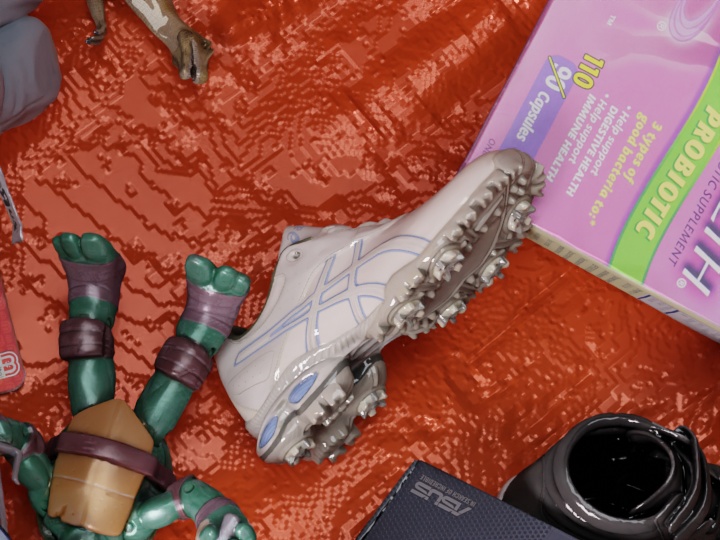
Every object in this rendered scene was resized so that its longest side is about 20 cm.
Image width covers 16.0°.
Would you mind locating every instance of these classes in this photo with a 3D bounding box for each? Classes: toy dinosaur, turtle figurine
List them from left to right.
[{"bbox_3d":[-0.122,0.088,1.213,0.149,0.101,0.201,17,69,-11],"label":"turtle figurine"},{"bbox_3d":[-0.124,-0.188,1.344,0.100,0.058,0.201,-2,78,-24],"label":"toy dinosaur"}]

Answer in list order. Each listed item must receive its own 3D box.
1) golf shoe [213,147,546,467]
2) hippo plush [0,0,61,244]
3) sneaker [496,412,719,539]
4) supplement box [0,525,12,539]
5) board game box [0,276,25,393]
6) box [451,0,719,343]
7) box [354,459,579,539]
[{"bbox_3d":[0.000,0.000,1.237,0.200,0.078,0.097,-47,66,16],"label":"golf shoe"},{"bbox_3d":[-0.247,-0.101,1.259,0.160,0.159,0.202,-8,83,14],"label":"hippo plush"},{"bbox_3d":[0.171,0.118,1.244,0.199,0.099,0.071,6,68,-7],"label":"sneaker"},{"bbox_3d":[-0.262,0.160,1.113,0.200,0.200,0.134,-39,79,-17],"label":"supplement box"},{"bbox_3d":[-0.270,0.034,1.251,0.199,0.030,0.096,-12,73,-15],"label":"board game box"},{"bbox_3d":[0.172,-0.070,1.284,0.199,0.097,0.177,29,89,2],"label":"box"},{"bbox_3d":[0.064,0.196,1.184,0.199,0.051,0.158,25,67,32],"label":"box"}]
